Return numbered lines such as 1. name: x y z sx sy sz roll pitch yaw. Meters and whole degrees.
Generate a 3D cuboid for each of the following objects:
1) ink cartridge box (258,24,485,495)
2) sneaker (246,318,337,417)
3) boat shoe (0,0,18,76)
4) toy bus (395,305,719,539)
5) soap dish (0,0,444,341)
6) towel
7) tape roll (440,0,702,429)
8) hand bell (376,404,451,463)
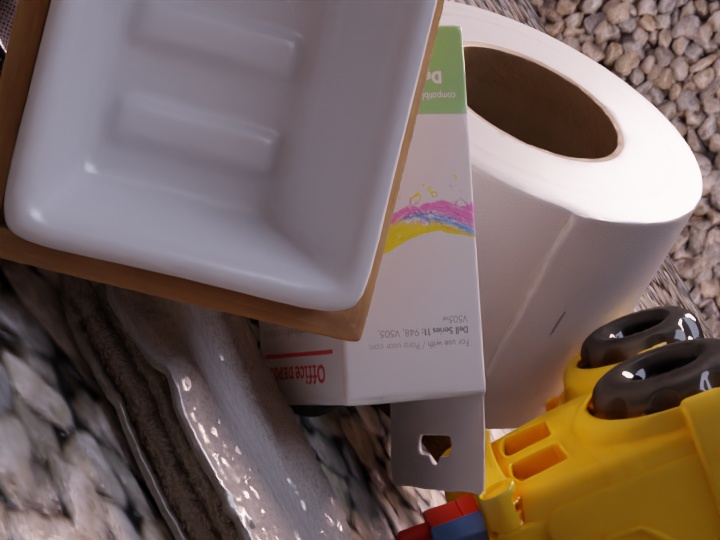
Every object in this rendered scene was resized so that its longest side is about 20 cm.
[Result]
1. ink cartridge box: 0.000 0.000 0.868 0.117 0.067 0.200 168 -81 -69
2. sneaker: -0.047 -0.027 0.964 0.090 0.066 0.200 170 -96 -71
3. boat shoe: -0.151 -0.134 0.774 0.200 0.093 0.075 53 14 -21
4. toy bus: 0.096 0.116 0.915 0.200 0.192 0.136 -104 173 -79
5. soap dish: -0.054 -0.088 0.753 0.157 0.200 0.081 14 0 -16
6. towel: -0.050 0.078 0.803 0.200 0.034 0.133 62 14 12
7. tape roll: 0.060 -0.034 1.038 0.203 0.139 0.203 20 29 -12
8. hand bell: 0.052 0.101 1.061 0.200 0.104 0.104 50 10 17
